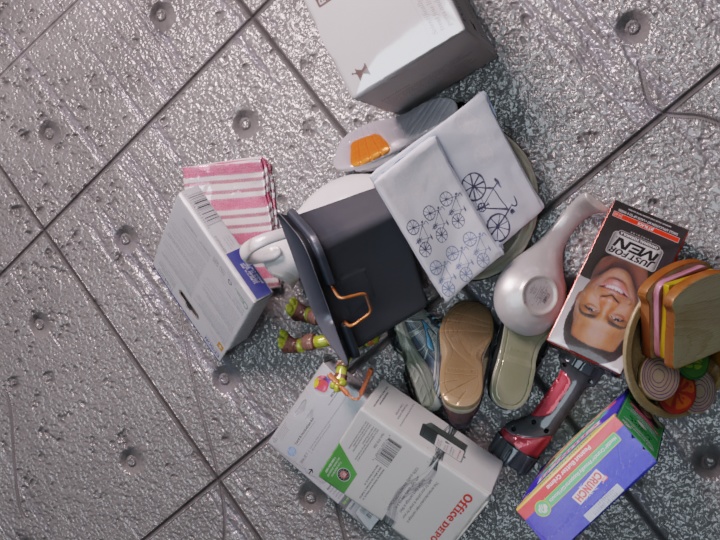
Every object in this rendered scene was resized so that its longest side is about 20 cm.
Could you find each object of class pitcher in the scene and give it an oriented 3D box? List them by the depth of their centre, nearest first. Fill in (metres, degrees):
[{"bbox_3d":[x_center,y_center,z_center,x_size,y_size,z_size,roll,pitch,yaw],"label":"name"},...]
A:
[{"bbox_3d":[-0.054,-0.054,1.252,0.200,0.172,0.121,-27,79,20],"label":"pitcher"}]

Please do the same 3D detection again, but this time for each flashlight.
[{"bbox_3d":[0.249,0.175,1.217,0.200,0.068,0.068,-60,34,10],"label":"flashlight"}]

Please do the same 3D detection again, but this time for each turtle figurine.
[{"bbox_3d":[-0.032,0.078,1.303,0.161,0.064,0.201,6,83,28],"label":"turtle figurine"}]

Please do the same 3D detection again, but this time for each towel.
[{"bbox_3d":[-0.196,-0.066,1.377,0.146,0.030,0.201,-5,92,21],"label":"towel"}]

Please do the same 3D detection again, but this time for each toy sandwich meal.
[{"bbox_3d":[0.402,0.086,1.102,0.070,0.205,0.206,17,102,63],"label":"toy sandwich meal"}]

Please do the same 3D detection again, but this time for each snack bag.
[{"bbox_3d":[0.130,-0.093,1.135,0.200,0.021,0.189,-38,109,-19],"label":"snack bag"}]

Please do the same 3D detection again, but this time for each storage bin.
[{"bbox_3d":[0.000,0.000,1.159,0.134,0.146,0.200,-26,122,-11],"label":"storage bin"}]

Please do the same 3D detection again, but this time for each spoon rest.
[{"bbox_3d":[0.246,-0.007,1.187,0.099,0.061,0.200,35,84,-11],"label":"spoon rest"}]

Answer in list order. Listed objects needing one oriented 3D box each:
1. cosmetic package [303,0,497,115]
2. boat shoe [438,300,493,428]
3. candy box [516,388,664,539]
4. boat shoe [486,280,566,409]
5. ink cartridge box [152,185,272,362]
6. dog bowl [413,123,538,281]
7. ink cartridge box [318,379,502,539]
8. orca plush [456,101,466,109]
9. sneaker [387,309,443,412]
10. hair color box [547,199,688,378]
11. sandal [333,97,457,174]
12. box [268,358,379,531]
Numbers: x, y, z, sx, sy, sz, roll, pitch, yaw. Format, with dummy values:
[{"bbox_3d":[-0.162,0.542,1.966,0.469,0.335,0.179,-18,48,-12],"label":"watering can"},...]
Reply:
[{"bbox_3d":[0.054,-0.320,1.182,0.165,0.200,0.165,-28,84,19],"label":"cosmetic package"},{"bbox_3d":[0.135,0.121,1.202,0.072,0.200,0.065,7,130,4],"label":"boat shoe"},{"bbox_3d":[0.289,0.243,1.132,0.077,0.200,0.169,45,106,12],"label":"candy box"},{"bbox_3d":[0.217,0.091,1.219,0.074,0.066,0.200,18,77,-3],"label":"boat shoe"},{"bbox_3d":[-0.221,0.009,1.337,0.197,0.043,0.200,53,145,12],"label":"ink cartridge box"},{"bbox_3d":[0.130,-0.089,1.188,0.074,0.200,0.201,10,99,63],"label":"dog bowl"},{"bbox_3d":[0.067,0.265,1.215,0.200,0.083,0.147,35,122,6],"label":"ink cartridge box"},{"bbox_3d":[0.110,-0.132,1.242,0.105,0.071,0.200,26,101,16],"label":"orca plush"},{"bbox_3d":[0.089,0.095,1.273,0.086,0.078,0.200,-16,78,-10],"label":"sneaker"},{"bbox_3d":[0.324,0.024,1.154,0.101,0.061,0.200,25,85,16],"label":"hair color box"},{"bbox_3d":[0.053,-0.170,1.255,0.206,0.059,0.079,-15,47,34],"label":"sandal"},{"bbox_3d":[-0.014,0.252,1.326,0.200,0.041,0.156,37,103,13],"label":"box"}]
